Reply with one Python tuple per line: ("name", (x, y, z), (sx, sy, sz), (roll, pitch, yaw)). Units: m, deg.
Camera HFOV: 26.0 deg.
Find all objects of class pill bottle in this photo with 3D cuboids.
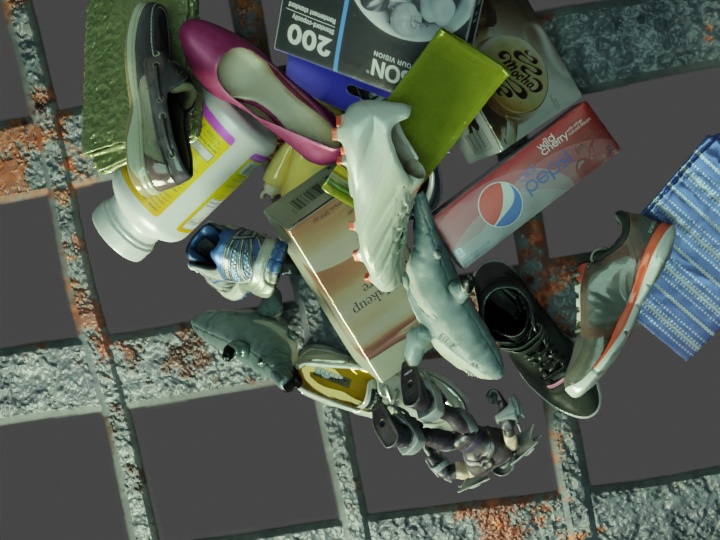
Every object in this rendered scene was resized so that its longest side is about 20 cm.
("pill bottle", (-0.188, -0.102, 1.629), (0.200, 0.104, 0.104), (-42, 93, 14))

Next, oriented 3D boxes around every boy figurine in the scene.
("boy figurine", (-0.042, -0.094, 1.628), (0.123, 0.064, 0.202), (10, 107, 8))

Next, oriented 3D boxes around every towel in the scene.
("towel", (0.349, -0.024, 1.602), (0.145, 0.024, 0.200), (39, 107, -2))
("towel", (-0.223, -0.207, 1.597), (0.147, 0.036, 0.202), (-12, 72, 28))
("towel", (0.051, -0.131, 1.465), (0.086, 0.018, 0.200), (25, 119, -26))

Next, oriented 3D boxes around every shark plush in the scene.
("shark plush", (-0.111, 0.093, 1.618), (0.083, 0.200, 0.091), (5, 118, -25))
("shark plush", (0.092, 0.010, 1.529), (0.083, 0.090, 0.202), (13, 116, 51))

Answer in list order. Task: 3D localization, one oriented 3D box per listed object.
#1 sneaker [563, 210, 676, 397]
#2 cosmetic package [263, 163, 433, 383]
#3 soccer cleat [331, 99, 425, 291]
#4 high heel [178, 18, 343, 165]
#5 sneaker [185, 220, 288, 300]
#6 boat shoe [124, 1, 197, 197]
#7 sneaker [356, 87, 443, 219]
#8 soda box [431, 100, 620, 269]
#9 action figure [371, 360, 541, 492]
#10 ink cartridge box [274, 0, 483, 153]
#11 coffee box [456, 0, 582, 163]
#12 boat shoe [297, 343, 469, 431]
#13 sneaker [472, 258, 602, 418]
("sneaker", (0.245, 0.030, 1.585), (0.081, 0.077, 0.201), (28, 91, 12))
("cosmetic package", (0.000, 0.000, 1.585), (0.103, 0.087, 0.201), (-36, 116, -8))
("soccer cleat", (0.026, -0.066, 1.456), (0.077, 0.069, 0.201), (-4, 123, 11))
("high heel", (-0.095, -0.176, 1.520), (0.067, 0.096, 0.200), (-45, 100, -11))
("sneaker", (-0.138, -0.019, 1.596), (0.085, 0.200, 0.078), (22, 80, -17))
("boat shoe", (-0.189, -0.169, 1.508), (0.064, 0.072, 0.202), (-8, 68, 14))
("sneaker", (0.036, -0.146, 1.579), (0.070, 0.109, 0.202), (-16, 99, 12))
("soda box", (0.161, -0.086, 1.568), (0.200, 0.070, 0.064), (-38, 93, 0))
("action figure", (0.103, 0.168, 1.622), (0.130, 0.070, 0.199), (-45, 132, 18))
("ink cartridge box", (0.014, -0.227, 1.491), (0.197, 0.043, 0.201), (23, 124, 19))
("coffee box", (0.114, -0.224, 1.542), (0.113, 0.080, 0.201), (-33, 96, -22))
("boat shoe", (0.019, 0.131, 1.661), (0.198, 0.070, 0.071), (19, 105, 4))
("sneaker", (0.180, 0.083, 1.609), (0.071, 0.099, 0.201), (-35, 96, 13))
